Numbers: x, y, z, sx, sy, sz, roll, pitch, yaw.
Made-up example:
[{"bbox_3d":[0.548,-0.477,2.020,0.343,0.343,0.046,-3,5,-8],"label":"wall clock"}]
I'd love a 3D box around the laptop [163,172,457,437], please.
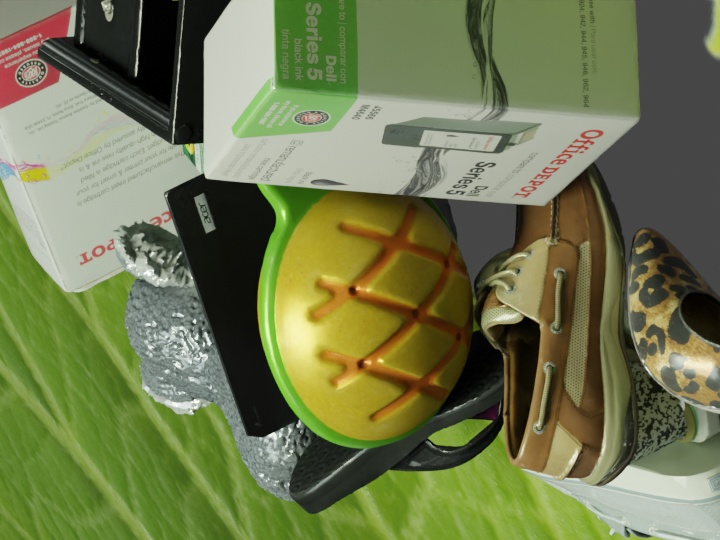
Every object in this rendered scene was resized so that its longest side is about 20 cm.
[{"bbox_3d":[-0.022,-0.032,1.649,0.103,0.200,0.177,-7,122,16],"label":"laptop"}]

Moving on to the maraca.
[{"bbox_3d":[0.000,0.000,1.552,0.107,0.137,0.200,4,106,53],"label":"maraca"}]

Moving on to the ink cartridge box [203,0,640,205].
[{"bbox_3d":[0.030,-0.100,1.461,0.146,0.200,0.084,135,136,-66],"label":"ink cartridge box"}]

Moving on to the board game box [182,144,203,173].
[{"bbox_3d":[-0.099,-0.139,1.855,0.105,0.023,0.200,47,150,46],"label":"board game box"}]

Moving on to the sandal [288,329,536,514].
[{"bbox_3d":[0.040,0.091,1.645,0.048,0.075,0.200,41,131,-19],"label":"sandal"}]

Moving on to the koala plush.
[{"bbox_3d":[-0.071,0.045,1.802,0.200,0.184,0.178,21,143,24],"label":"koala plush"}]

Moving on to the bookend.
[{"bbox_3d":[-0.109,-0.200,1.695,0.199,0.092,0.200,34,123,53],"label":"bookend"}]

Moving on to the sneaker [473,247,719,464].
[{"bbox_3d":[0.120,0.051,1.621,0.200,0.089,0.077,33,147,45],"label":"sneaker"}]

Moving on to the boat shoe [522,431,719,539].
[{"bbox_3d":[0.161,0.129,1.659,0.201,0.070,0.072,9,124,57],"label":"boat shoe"}]

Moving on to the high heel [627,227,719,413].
[{"bbox_3d":[0.221,0.030,1.472,0.143,0.071,0.200,-46,55,36],"label":"high heel"}]

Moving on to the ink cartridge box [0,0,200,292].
[{"bbox_3d":[-0.188,-0.108,1.955,0.086,0.147,0.200,41,153,55],"label":"ink cartridge box"}]

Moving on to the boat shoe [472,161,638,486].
[{"bbox_3d":[0.104,0.020,1.545,0.076,0.074,0.200,128,140,-59],"label":"boat shoe"}]
